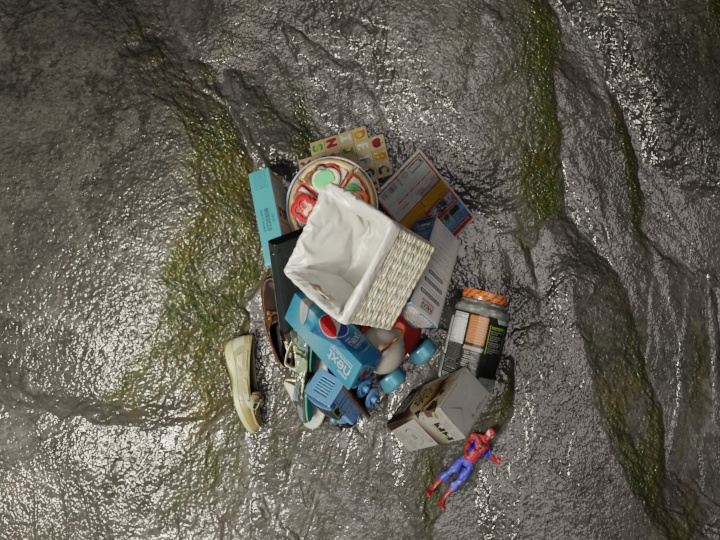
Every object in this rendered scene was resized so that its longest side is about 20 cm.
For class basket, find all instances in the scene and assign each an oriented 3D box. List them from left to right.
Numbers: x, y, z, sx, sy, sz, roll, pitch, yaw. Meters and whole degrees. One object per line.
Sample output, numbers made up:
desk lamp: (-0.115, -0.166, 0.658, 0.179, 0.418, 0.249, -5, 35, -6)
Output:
basket: (-0.001, -0.024, 1.017, 0.197, 0.160, 0.202, 35, 102, 40)

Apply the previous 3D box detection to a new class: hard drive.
hard drive: (-0.111, 0.014, 1.105, 0.138, 0.033, 0.203, -23, 125, -33)

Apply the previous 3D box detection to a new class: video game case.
video game case: (0.139, -0.138, 1.185, 0.143, 0.017, 0.200, -44, 105, -3)

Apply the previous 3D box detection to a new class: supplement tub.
supplement tub: (0.242, 0.145, 1.153, 0.120, 0.123, 0.204, 15, 88, -2)

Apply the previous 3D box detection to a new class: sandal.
sandal: (-0.082, 0.239, 1.171, 0.049, 0.082, 0.207, 4, 96, -44)

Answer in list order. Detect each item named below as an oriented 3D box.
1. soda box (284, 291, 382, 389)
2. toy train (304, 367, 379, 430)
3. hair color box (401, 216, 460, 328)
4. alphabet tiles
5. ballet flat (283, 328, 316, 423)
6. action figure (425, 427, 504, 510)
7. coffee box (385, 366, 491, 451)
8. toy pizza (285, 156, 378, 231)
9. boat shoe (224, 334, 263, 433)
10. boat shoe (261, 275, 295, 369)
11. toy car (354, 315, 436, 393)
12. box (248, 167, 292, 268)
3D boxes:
soda box: (-0.055, 0.124, 1.034, 0.200, 0.064, 0.069, 43, 124, 26)
toy train: (-0.033, 0.253, 1.108, 0.086, 0.201, 0.115, 25, 67, 32)
hair color box: (0.134, 0.004, 1.109, 0.100, 0.060, 0.203, 39, 58, -35)
alphabet tiles: (-0.035, -0.222, 1.171, 0.196, 0.006, 0.169, -15, 68, 8)
ballet flat: (-0.124, 0.210, 1.116, 0.073, 0.074, 0.204, 5, 98, -2)
action figure: (0.227, 0.421, 1.159, 0.065, 0.099, 0.201, 40, 85, -2)
coffee box: (0.152, 0.282, 1.094, 0.080, 0.200, 0.113, 47, 53, -1)
toy pizza: (-0.061, -0.134, 1.129, 0.196, 0.032, 0.205, 1, 94, 8)
boat shoe: (-0.236, 0.240, 1.159, 0.062, 0.073, 0.204, -15, 82, 2)
boat shoe: (-0.170, 0.109, 1.165, 0.069, 0.070, 0.204, -16, 87, 4)
toy car: (0.056, 0.144, 1.107, 0.176, 0.200, 0.185, -40, 90, -3)
box: (-0.180, -0.104, 1.143, 0.048, 0.082, 0.204, -16, 76, 11)
